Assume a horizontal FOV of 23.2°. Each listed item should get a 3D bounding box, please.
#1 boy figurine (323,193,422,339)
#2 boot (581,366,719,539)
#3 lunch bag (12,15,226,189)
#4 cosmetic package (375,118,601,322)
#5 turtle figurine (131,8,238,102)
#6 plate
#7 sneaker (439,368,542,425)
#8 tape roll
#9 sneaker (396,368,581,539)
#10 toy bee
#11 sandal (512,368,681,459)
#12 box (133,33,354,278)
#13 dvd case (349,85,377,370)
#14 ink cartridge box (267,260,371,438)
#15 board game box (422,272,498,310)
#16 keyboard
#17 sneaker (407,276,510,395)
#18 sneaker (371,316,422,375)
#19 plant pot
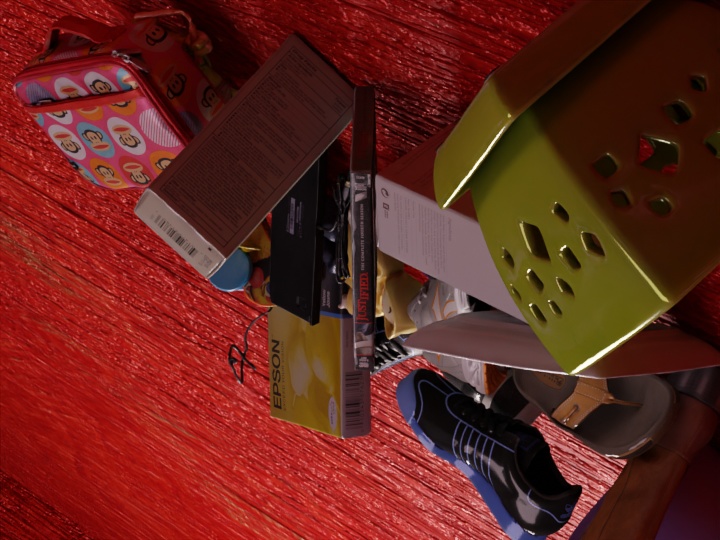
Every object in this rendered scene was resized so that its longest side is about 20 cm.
[{"bbox_3d":[0.000,0.000,1.683,0.200,0.064,0.125,46,143,32],"label":"boy figurine"},{"bbox_3d":[0.233,0.186,1.511,0.068,0.201,0.188,35,159,-14],"label":"boot"},{"bbox_3d":[-0.225,-0.162,1.630,0.199,0.082,0.176,-2,133,46],"label":"lunch bag"},{"bbox_3d":[0.120,-0.035,1.395,0.200,0.113,0.081,30,138,33],"label":"cosmetic package"},{"bbox_3d":[-0.170,-0.192,1.670,0.161,0.065,0.200,46,150,-22],"label":"turtle figurine"},{"bbox_3d":[0.169,0.056,1.441,0.199,0.199,0.033,7,96,40],"label":"plate"},{"bbox_3d":[0.125,0.112,1.727,0.112,0.073,0.200,45,168,5],"label":"sneaker"},{"bbox_3d":[0.263,0.244,1.574,0.085,0.200,0.200,42,158,-1],"label":"tape roll"},{"bbox_3d":[0.120,0.155,1.601,0.200,0.070,0.078,47,127,13],"label":"sneaker"},{"bbox_3d":[-0.097,-0.005,1.777,0.131,0.108,0.201,-80,-26,-69],"label":"toy bee"},{"bbox_3d":[0.191,0.101,1.506,0.054,0.082,0.200,30,-179,-37],"label":"sandal"},{"bbox_3d":[-0.096,-0.100,1.533,0.095,0.200,0.078,43,158,-3],"label":"box"},{"bbox_3d":[0.004,-0.037,1.510,0.022,0.146,0.201,-1,125,2],"label":"dvd case"},{"bbox_3d":[-0.060,0.062,1.844,0.200,0.047,0.199,7,101,53],"label":"ink cartridge box"},{"bbox_3d":[0.142,0.036,1.621,0.200,0.032,0.120,43,163,-5],"label":"board game box"},{"bbox_3d":[-0.043,-0.046,1.652,0.127,0.021,0.201,26,120,47],"label":"keyboard"},{"bbox_3d":[0.079,0.022,1.554,0.092,0.076,0.201,16,132,28],"label":"sneaker"},{"bbox_3d":[0.024,0.077,1.828,0.070,0.078,0.200,48,158,-16],"label":"sneaker"},{"bbox_3d":[0.171,-0.075,1.150,0.182,0.199,0.200,47,159,5],"label":"plant pot"}]
